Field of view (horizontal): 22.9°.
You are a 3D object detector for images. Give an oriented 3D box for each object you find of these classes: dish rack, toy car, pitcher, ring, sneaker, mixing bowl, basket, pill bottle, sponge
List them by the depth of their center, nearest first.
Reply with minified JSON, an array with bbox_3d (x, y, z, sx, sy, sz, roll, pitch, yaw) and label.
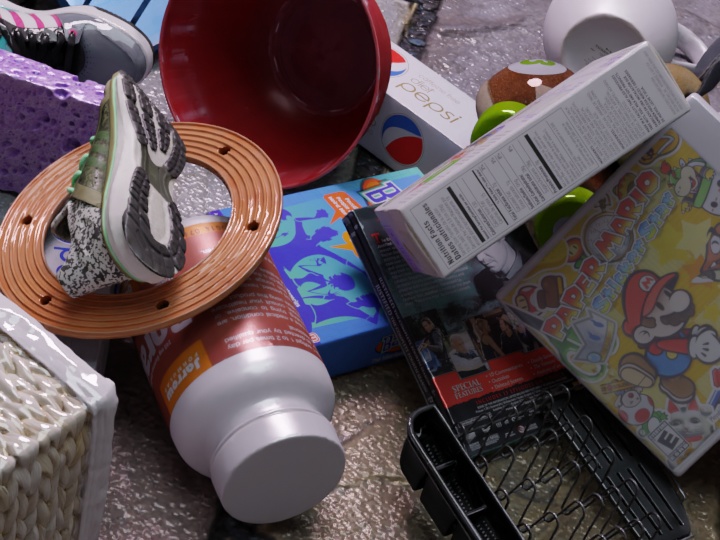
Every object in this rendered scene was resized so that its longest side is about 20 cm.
[{"bbox_3d":[-0.264,0.115,0.999,0.198,0.200,0.161,34,48,20],"label":"basket"},{"bbox_3d":[-0.170,-0.057,1.173,0.088,0.077,0.200,-25,37,16],"label":"sneaker"},{"bbox_3d":[-0.084,0.066,1.185,0.112,0.112,0.200,-5,44,-25],"label":"pill bottle"},{"bbox_3d":[-0.148,-0.027,1.191,0.200,0.019,0.201,-7,45,7],"label":"ring"},{"bbox_3d":[0.134,0.145,1.204,0.200,0.055,0.154,-15,60,-34],"label":"dish rack"},{"bbox_3d":[-0.265,-0.110,1.322,0.200,0.112,0.030,19,41,1],"label":"sponge"},{"bbox_3d":[0.204,-0.126,1.365,0.158,0.200,0.164,52,22,-8],"label":"toy car"},{"bbox_3d":[-0.272,-0.167,1.405,0.200,0.084,0.121,12,34,5],"label":"sneaker"},{"bbox_3d":[-0.051,-0.173,1.432,0.200,0.200,0.108,32,25,17],"label":"mixing bowl"},{"bbox_3d":[0.255,-0.216,1.653,0.171,0.121,0.200,34,28,-4],"label":"pitcher"}]

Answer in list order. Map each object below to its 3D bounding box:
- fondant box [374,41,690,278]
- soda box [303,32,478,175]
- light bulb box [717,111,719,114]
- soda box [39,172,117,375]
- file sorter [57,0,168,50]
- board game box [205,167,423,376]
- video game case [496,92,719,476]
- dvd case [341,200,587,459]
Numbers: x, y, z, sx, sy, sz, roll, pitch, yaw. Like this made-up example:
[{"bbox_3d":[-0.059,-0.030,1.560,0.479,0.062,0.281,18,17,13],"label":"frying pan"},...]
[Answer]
[{"bbox_3d":[0.112,-0.074,1.216,0.200,0.144,0.058,-33,94,-4],"label":"fondant box"},{"bbox_3d":[0.033,-0.136,1.502,0.200,0.064,0.068,38,42,22],"label":"soda box"},{"bbox_3d":[0.295,0.016,1.292,0.200,0.198,0.125,32,15,13],"label":"light bulb box"},{"bbox_3d":[-0.203,0.019,1.229,0.068,0.064,0.200,6,40,-5],"label":"soda box"},{"bbox_3d":[-0.196,-0.300,1.490,0.139,0.123,0.200,-31,82,-37],"label":"file sorter"},{"bbox_3d":[0.000,0.000,1.346,0.200,0.045,0.152,-14,50,-34],"label":"board game box"},{"bbox_3d":[0.225,0.012,1.229,0.182,0.200,0.023,45,17,5],"label":"video game case"},{"bbox_3d":[0.087,0.031,1.304,0.146,0.022,0.200,-16,74,-34],"label":"dvd case"}]
